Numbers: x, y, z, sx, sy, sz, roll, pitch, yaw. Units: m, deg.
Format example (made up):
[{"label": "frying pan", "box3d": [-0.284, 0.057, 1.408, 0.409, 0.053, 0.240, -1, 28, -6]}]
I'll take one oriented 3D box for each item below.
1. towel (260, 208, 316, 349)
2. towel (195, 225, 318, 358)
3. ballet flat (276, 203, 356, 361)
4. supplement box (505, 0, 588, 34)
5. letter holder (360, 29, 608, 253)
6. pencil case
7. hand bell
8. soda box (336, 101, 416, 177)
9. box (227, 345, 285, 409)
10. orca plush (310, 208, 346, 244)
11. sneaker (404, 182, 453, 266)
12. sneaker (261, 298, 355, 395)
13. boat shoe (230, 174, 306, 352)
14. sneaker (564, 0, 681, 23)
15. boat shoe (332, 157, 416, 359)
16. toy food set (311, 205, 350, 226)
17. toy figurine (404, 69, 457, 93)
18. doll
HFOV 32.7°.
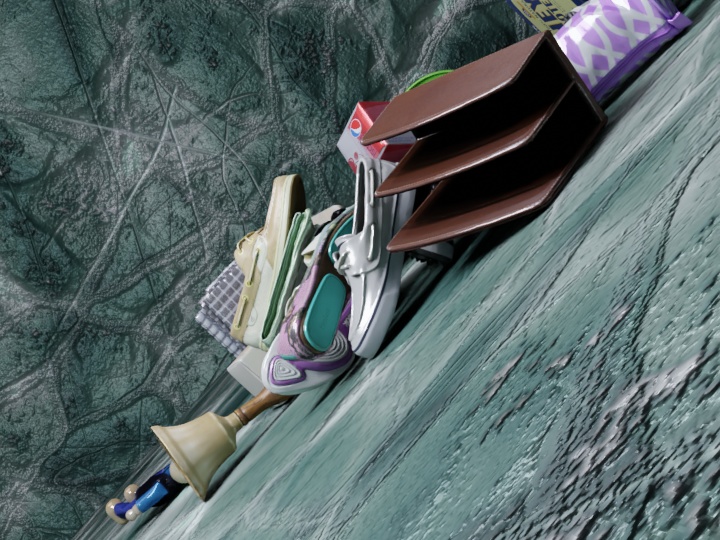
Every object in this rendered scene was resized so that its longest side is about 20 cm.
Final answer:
[{"label": "towel", "box3d": [-0.061, 0.033, 1.354, 0.200, 0.023, 0.153, 65, -141, -70]}, {"label": "towel", "box3d": [-0.100, 0.036, 1.624, 0.200, 0.166, 0.086, -49, 10, -23]}, {"label": "ballet flat", "box3d": [-0.036, 0.009, 1.236, 0.071, 0.069, 0.200, -12, 42, 43]}, {"label": "supplement box", "box3d": [0.309, -0.375, 1.498, 0.200, 0.134, 0.200, -48, 4, -4]}, {"label": "letter holder", "box3d": [0.090, -0.105, 1.085, 0.200, 0.101, 0.142, -16, 28, 48]}, {"label": "pencil case", "box3d": [0.213, -0.191, 1.155, 0.200, 0.084, 0.086, -47, 39, 28]}, {"label": "hand bell", "box3d": [-0.133, 0.166, 1.430, 0.200, 0.104, 0.104, -36, 1, -14]}, {"label": "soda box", "box3d": [0.080, -0.136, 1.306, 0.200, 0.070, 0.063, -7, -39, -36]}, {"label": "box", "box3d": [-0.068, 0.072, 1.533, 0.200, 0.078, 0.095, -49, 4, -21]}, {"label": "orca plush", "box3d": [0.000, 0.000, 1.373, 0.200, 0.071, 0.105, 76, -152, -60]}, {"label": "sneaker", "box3d": [0.066, -0.055, 1.285, 0.200, 0.066, 0.091, -167, 93, -81]}, {"label": "sneaker", "box3d": [-0.034, 0.076, 1.295, 0.200, 0.075, 0.100, -40, -8, -38]}, {"label": "boat shoe", "box3d": [-0.104, -0.009, 1.334, 0.074, 0.066, 0.200, -27, -53, -74]}, {"label": "sneaker", "box3d": [0.287, -0.275, 1.315, 0.079, 0.074, 0.200, -39, 8, -15]}, {"label": "boat shoe", "box3d": [0.006, -0.016, 1.188, 0.072, 0.066, 0.200, 146, 137, -73]}, {"label": "toy food set", "box3d": [0.006, -0.067, 1.577, 0.200, 0.061, 0.143, -10, -10, -41]}, {"label": "toy figurine", "box3d": [0.151, -0.186, 1.558, 0.200, 0.150, 0.184, -24, 0, 14]}, {"label": "doll", "box3d": [-0.291, 0.313, 1.752, 0.200, 0.048, 0.136, -35, 2, 43]}]
